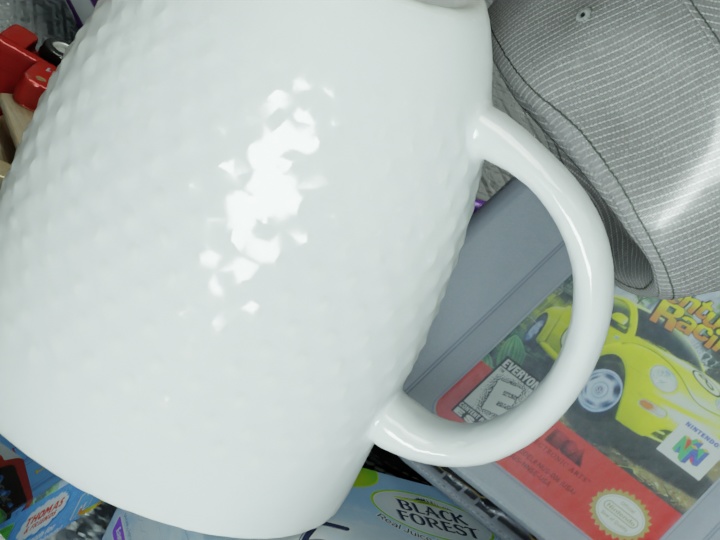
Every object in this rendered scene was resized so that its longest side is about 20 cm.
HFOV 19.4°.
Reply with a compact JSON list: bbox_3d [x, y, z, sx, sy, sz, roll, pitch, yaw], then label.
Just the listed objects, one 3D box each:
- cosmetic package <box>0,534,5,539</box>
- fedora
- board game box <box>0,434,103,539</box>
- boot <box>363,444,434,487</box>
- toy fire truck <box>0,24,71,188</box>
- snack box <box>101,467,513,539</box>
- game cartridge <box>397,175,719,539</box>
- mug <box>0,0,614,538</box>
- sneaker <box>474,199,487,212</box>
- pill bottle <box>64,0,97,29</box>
[{"bbox_3d":[-0.166,0.115,0.529,0.102,0.074,0.200,35,21,14],"label":"cosmetic package"},{"bbox_3d":[0.104,-0.052,0.707,0.200,0.090,0.177,59,-1,46],"label":"fedora"},{"bbox_3d":[-0.152,0.035,0.757,0.151,0.037,0.200,34,22,12],"label":"board game box"},{"bbox_3d":[0.098,0.065,0.827,0.199,0.151,0.073,26,15,-11],"label":"boot"},{"bbox_3d":[-0.144,-0.055,0.941,0.200,0.049,0.141,30,23,-1],"label":"toy fire truck"},{"bbox_3d":[0.025,0.140,0.700,0.199,0.068,0.169,19,23,-25],"label":"snack box"},{"bbox_3d":[0.097,0.048,0.748,0.200,0.041,0.133,36,65,29],"label":"game cartridge"},{"bbox_3d":[-0.014,-0.015,0.678,0.200,0.176,0.148,29,21,9],"label":"mug"},{"bbox_3d":[0.000,0.000,0.873,0.199,0.089,0.081,1,50,-2],"label":"sneaker"},{"bbox_3d":[-0.108,-0.167,1.136,0.111,0.112,0.200,14,27,-32],"label":"pill bottle"}]
